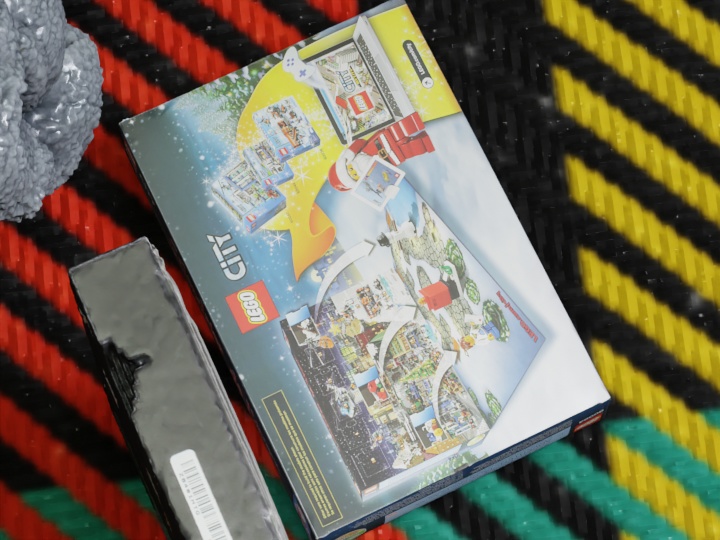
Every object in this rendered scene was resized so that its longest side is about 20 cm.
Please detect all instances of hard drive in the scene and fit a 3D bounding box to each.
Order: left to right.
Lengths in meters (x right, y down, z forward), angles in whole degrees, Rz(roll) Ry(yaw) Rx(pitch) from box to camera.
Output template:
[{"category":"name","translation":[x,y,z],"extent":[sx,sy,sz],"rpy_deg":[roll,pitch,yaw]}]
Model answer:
[{"category":"hard drive","translation":[-0.062,0.081,1.010],"extent":[0.038,0.200,0.140],"rpy_deg":[-22,74,-8]}]

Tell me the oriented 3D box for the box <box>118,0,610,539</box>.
[{"category":"box","translation":[0.000,0.000,1.117],"extent":[0.136,0.038,0.201],"rpy_deg":[-25,75,-7]}]

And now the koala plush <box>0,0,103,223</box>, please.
[{"category":"koala plush","translation":[-0.170,-0.135,1.042],"extent":[0.176,0.184,0.201],"rpy_deg":[16,101,-9]}]
